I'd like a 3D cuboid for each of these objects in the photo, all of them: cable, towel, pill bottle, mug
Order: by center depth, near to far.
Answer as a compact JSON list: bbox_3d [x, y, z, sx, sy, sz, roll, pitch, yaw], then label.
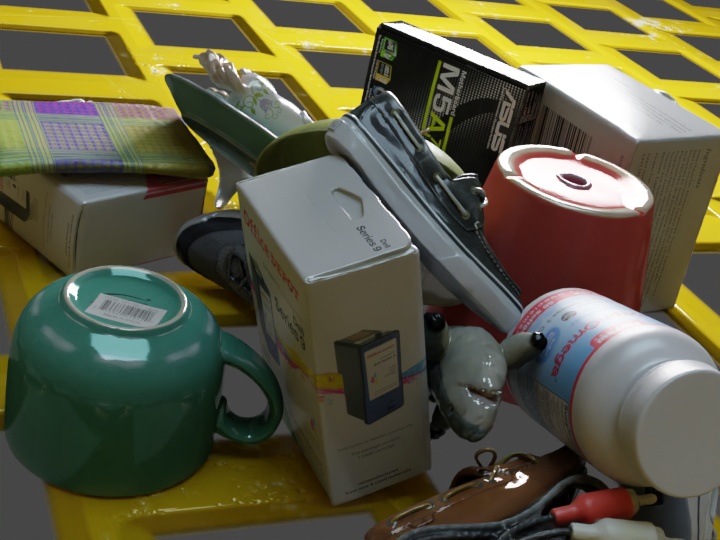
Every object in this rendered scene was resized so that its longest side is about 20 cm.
[{"bbox_3d":[0.109,0.162,0.740,0.198,0.051,0.098,8,44,-21],"label":"cable"},{"bbox_3d":[0.181,0.083,0.819,0.107,0.110,0.200,4,9,-16],"label":"pill bottle"},{"bbox_3d":[-0.160,0.065,0.845,0.183,0.116,0.152,-11,35,-37],"label":"mug"},{"bbox_3d":[-0.240,-0.119,1.079,0.198,0.023,0.144,-1,31,-26],"label":"towel"}]

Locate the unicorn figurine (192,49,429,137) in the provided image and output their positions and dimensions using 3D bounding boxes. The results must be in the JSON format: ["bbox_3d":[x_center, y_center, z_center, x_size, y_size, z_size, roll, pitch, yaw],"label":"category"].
[{"bbox_3d":[-0.060,-0.133,1.076,0.198,0.075,0.137,19,3,-26],"label":"unicorn figurine"}]

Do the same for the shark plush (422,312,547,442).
[{"bbox_3d":[0.055,0.085,0.870,0.090,0.084,0.200,13,-12,-22],"label":"shark plush"}]

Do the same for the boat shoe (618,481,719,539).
[{"bbox_3d":[0.232,0.170,0.860,0.074,0.087,0.203,-11,32,23],"label":"boat shoe"}]

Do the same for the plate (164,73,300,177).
[{"bbox_3d":[-0.105,-0.113,1.090,0.199,0.026,0.200,34,-6,4],"label":"plate"}]

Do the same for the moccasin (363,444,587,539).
[{"bbox_3d":[0.085,0.165,0.818,0.200,0.074,0.078,-22,50,-37],"label":"moccasin"}]

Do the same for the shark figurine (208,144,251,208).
[{"bbox_3d":[-0.048,-0.093,1.227,0.213,0.090,0.128,24,28,17],"label":"shark figurine"}]

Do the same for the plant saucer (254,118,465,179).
[{"bbox_3d":[0.010,-0.070,0.986,0.197,0.201,0.031,14,63,2],"label":"plant saucer"}]

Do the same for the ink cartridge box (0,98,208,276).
[{"bbox_3d":[-0.264,-0.083,1.114,0.145,0.086,0.199,-16,40,-44],"label":"ink cartridge box"}]

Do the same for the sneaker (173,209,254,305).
[{"bbox_3d":[-0.081,0.012,1.021,0.198,0.076,0.114,19,25,6],"label":"sneaker"}]

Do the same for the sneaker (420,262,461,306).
[{"bbox_3d":[0.000,0.000,0.972,0.198,0.075,0.100,18,40,-8],"label":"sneaker"}]

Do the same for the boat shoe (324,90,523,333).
[{"bbox_3d":[0.060,-0.047,0.855,0.200,0.071,0.072,50,-6,-1],"label":"boat shoe"}]

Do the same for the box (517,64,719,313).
[{"bbox_3d":[0.244,-0.086,1.214,0.129,0.202,0.199,-6,32,-29],"label":"box"}]

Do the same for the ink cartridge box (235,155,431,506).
[{"bbox_3d":[-0.019,0.041,0.847,0.087,0.202,0.146,-16,37,-18],"label":"ink cartridge box"}]

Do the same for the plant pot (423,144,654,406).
[{"bbox_3d":[0.168,-0.003,1.048,0.198,0.179,0.201,10,26,-5],"label":"plant pot"}]

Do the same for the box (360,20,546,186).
[{"bbox_3d":[0.082,-0.137,1.240,0.192,0.202,0.047,31,31,30],"label":"box"}]
